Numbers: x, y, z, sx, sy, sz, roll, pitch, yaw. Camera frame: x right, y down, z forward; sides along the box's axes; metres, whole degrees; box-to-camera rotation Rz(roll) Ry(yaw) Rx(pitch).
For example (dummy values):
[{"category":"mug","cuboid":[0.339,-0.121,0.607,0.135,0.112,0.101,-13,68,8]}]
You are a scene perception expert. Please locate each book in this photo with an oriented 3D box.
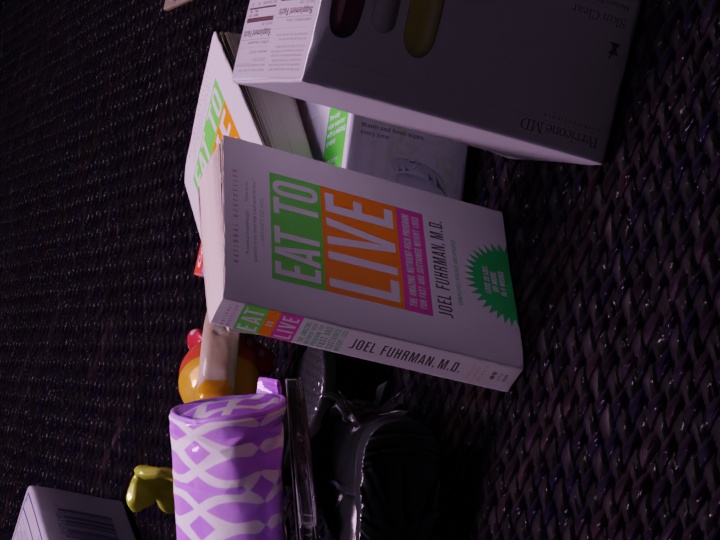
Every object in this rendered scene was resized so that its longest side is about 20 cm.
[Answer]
[{"category":"book","cuboid":[0.000,0.000,1.415,0.134,0.198,0.048,-96,27,-43]},{"category":"book","cuboid":[-0.082,-0.066,1.635,0.201,0.048,0.135,-113,36,-55]}]

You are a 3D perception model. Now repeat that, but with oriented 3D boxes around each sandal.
[{"category":"sandal","cuboid":[-0.028,0.105,1.683,0.201,0.047,0.076,114,161,-66]}]

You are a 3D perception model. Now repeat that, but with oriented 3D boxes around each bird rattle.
[{"category":"bird rattle","cuboid":[-0.100,0.096,1.725,0.164,0.112,0.201,97,-174,-48]}]

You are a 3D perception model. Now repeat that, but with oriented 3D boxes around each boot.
[{"category":"boot","cuboid":[0.006,0.175,1.482,0.162,0.073,0.200,-173,87,-78]}]

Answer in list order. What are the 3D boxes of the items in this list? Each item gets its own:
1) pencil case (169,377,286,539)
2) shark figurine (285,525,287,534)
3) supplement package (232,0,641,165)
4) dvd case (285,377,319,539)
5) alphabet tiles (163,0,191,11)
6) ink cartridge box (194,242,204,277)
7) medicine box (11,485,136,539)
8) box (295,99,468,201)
[{"category":"pencil case","cuboid":[-0.078,0.179,1.502,0.084,0.085,0.202,9,107,49]},{"category":"shark figurine","cuboid":[-0.141,0.238,1.752,0.213,0.089,0.129,-6,60,40]},{"category":"supplement package","cuboid":[0.044,-0.142,1.381,0.156,0.198,0.112,-166,89,-71]},{"category":"dvd case","cuboid":[-0.034,0.198,1.544,0.149,0.016,0.201,-99,6,-54]},{"category":"alphabet tiles","cuboid":[-0.173,-0.390,2.476,0.167,0.007,0.202,180,102,-71]},{"category":"ink cartridge box","cuboid":[-0.105,-0.042,1.978,0.200,0.050,0.110,-170,93,-71]},{"category":"medicine box","cuboid":[-0.287,0.337,2.173,0.182,0.102,0.202,-131,56,-67]},{"category":"box","cuboid":[-0.001,-0.045,1.615,0.200,0.096,0.178,159,120,-69]}]
